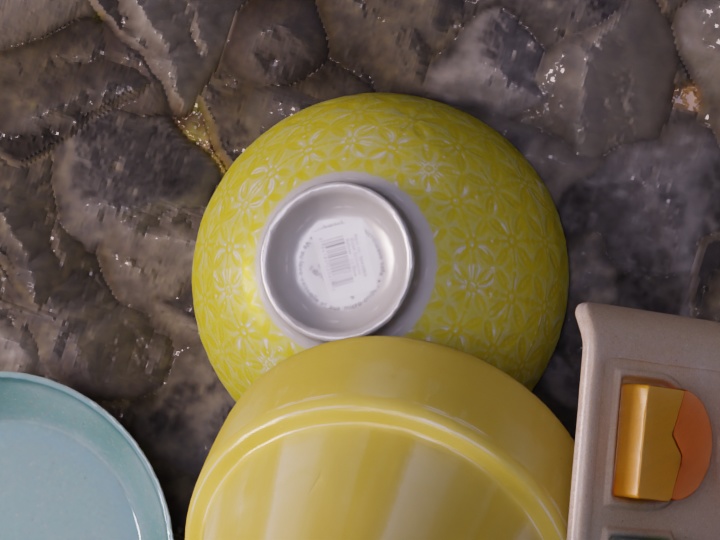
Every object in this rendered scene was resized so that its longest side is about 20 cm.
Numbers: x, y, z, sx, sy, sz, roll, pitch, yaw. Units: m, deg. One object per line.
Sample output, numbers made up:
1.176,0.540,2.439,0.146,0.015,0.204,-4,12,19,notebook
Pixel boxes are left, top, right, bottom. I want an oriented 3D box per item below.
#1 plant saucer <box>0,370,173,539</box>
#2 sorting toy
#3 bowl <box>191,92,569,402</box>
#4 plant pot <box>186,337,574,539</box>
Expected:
-0.189,0.154,1.590,0.199,0.036,0.201,-1,85,13,plant saucer
0.167,0.122,1.444,0.036,0.185,0.201,-5,80,44,sorting toy
0.000,0.000,1.526,0.199,0.108,0.201,-1,84,12,bowl
0.003,0.163,1.421,0.200,0.189,0.201,6,120,11,plant pot
